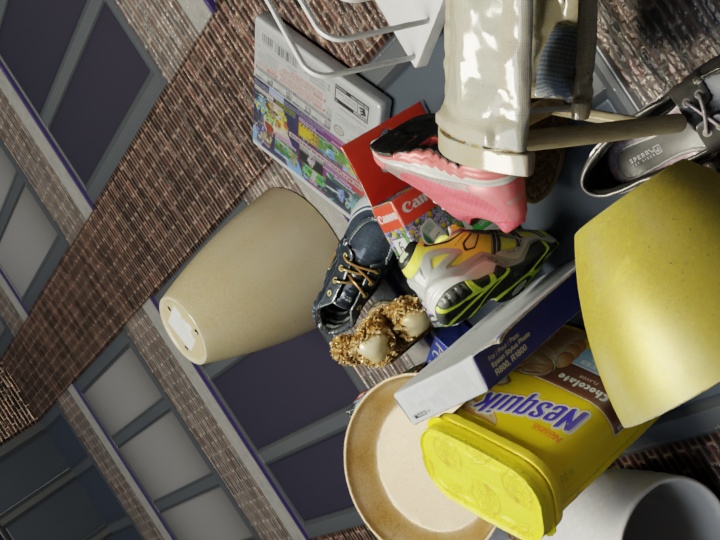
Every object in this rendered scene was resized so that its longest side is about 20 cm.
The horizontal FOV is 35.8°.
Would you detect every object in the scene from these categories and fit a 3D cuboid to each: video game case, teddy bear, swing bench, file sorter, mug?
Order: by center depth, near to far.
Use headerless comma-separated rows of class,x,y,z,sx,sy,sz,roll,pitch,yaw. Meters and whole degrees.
swing bench,0.127,-0.188,0.776,0.129,0.199,0.201,18,116,45
file sorter,0.005,-0.283,0.945,0.140,0.123,0.201,62,152,24
mug,0.273,0.283,1.110,0.199,0.149,0.175,34,161,-21
teddy bear,0.032,0.060,1.216,0.145,0.200,0.067,-39,84,15
video game case,-0.049,-0.167,1.252,0.199,0.023,0.183,39,144,26

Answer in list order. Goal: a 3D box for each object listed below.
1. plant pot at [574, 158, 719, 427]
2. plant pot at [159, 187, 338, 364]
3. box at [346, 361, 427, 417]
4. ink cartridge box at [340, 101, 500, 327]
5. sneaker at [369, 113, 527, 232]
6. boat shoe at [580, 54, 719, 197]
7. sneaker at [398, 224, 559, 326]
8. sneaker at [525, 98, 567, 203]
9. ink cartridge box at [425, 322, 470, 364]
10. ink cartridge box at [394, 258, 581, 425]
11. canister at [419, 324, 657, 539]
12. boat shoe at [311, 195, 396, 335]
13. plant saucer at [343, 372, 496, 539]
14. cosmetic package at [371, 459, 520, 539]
plant pot,0.242,0.003,0.837,0.143,0.199,0.200,57,149,8
plant pot,-0.144,0.026,1.384,0.187,0.199,0.189,35,143,32
box,0.092,0.205,1.276,0.200,0.038,0.136,48,142,-9
ink cartridge box,0.076,-0.059,1.085,0.201,0.108,0.050,61,157,-7
sneaker,0.075,-0.081,0.996,0.200,0.073,0.088,25,142,55
boat shoe,0.245,-0.105,0.863,0.067,0.057,0.200,56,149,2
sneaker,0.112,-0.014,1.008,0.076,0.199,0.076,45,121,21
sneaker,0.126,-0.164,0.977,0.090,0.067,0.202,32,141,47
ink cartridge box,0.111,0.151,1.289,0.094,0.044,0.201,41,145,20
ink cartridge box,0.145,0.051,1.006,0.041,0.199,0.200,52,150,2
canister,0.175,0.144,1.044,0.148,0.199,0.087,21,134,43
boat shoe,0.000,0.000,1.250,0.070,0.092,0.201,25,148,0
plant saucer,0.073,0.206,1.182,0.198,0.035,0.203,3,96,33
cosmetic package,0.103,0.247,1.235,0.198,0.051,0.083,10,133,33
